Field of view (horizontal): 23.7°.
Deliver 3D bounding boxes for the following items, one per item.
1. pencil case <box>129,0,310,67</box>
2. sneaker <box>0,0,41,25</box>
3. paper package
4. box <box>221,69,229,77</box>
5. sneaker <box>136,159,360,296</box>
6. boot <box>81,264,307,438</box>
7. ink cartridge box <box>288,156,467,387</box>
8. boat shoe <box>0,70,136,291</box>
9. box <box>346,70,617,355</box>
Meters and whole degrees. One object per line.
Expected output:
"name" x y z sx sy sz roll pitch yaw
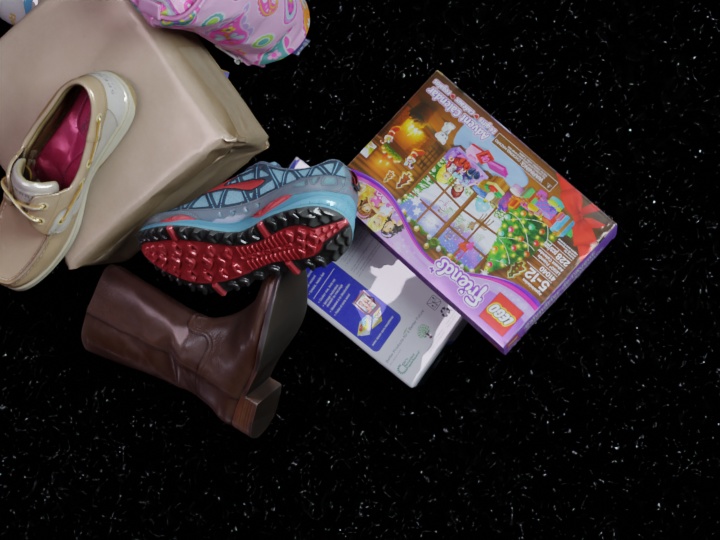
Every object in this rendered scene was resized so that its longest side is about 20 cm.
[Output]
"pencil case" -0.114 -0.221 1.405 0.087 0.200 0.088 -2 85 21
"sneaker" -0.255 -0.302 1.515 0.081 0.076 0.201 27 91 13
"paper package" -0.211 -0.131 1.450 0.190 0.103 0.200 -38 80 16
"box" -0.203 -0.138 1.522 0.199 0.041 0.120 16 96 16
"sneaker" -0.086 -0.041 1.394 0.199 0.096 0.079 -7 131 25
"boot" -0.151 0.030 1.473 0.200 0.064 0.187 29 119 20
"ink cartridge box" 0.000 0.000 1.450 0.200 0.039 0.100 39 103 14
"boat shoe" -0.255 -0.073 1.377 0.074 0.069 0.201 32 103 17
"box" 0.090 -0.048 1.396 0.200 0.039 0.137 42 86 15
